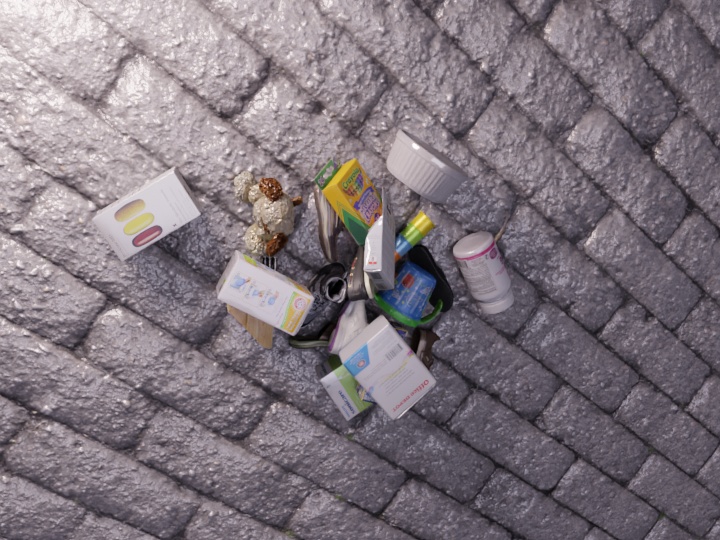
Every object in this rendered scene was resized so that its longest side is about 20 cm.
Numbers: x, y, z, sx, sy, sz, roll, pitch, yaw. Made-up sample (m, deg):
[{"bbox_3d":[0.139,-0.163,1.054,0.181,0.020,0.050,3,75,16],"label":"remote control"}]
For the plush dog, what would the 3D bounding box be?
[{"bbox_3d":[-0.196,-0.130,1.329,0.158,0.172,0.203,-12,107,-13],"label":"plush dog"}]

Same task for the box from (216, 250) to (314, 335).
[{"bbox_3d":[-0.220,0.052,1.337,0.199,0.112,0.102,29,93,-19],"label":"box"}]

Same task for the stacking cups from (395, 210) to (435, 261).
[{"bbox_3d":[0.107,-0.061,1.497,0.060,0.061,0.200,42,93,-22],"label":"stacking cups"}]

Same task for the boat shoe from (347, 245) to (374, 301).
[{"bbox_3d":[-0.001,-0.002,1.418,0.062,0.203,0.074,-13,126,12],"label":"boat shoe"}]

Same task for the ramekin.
[{"bbox_3d":[0.152,-0.245,1.392,0.201,0.203,0.095,28,110,-21],"label":"ramekin"}]

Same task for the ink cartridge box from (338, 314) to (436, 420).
[{"bbox_3d":[0.065,0.232,1.388,0.144,0.085,0.201,-40,106,-1],"label":"ink cartridge box"}]

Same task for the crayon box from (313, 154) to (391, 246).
[{"bbox_3d":[-0.015,-0.176,1.395,0.051,0.126,0.201,-18,118,38],"label":"crayon box"}]

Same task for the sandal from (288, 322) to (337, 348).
[{"bbox_3d":[-0.087,0.166,1.498,0.198,0.080,0.058,-2,92,-15],"label":"sandal"}]

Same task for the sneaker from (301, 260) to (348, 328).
[{"bbox_3d":[-0.101,0.069,1.443,0.075,0.114,0.201,35,94,-21],"label":"sneaker"}]

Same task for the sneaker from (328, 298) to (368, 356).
[{"bbox_3d":[-0.012,0.139,1.471,0.099,0.075,0.202,26,57,-7],"label":"sneaker"}]

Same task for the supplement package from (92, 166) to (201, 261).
[{"bbox_3d":[-0.468,-0.127,1.285,0.199,0.110,0.115,-32,111,-5],"label":"supplement package"}]

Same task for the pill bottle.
[{"bbox_3d":[0.334,0.008,1.552,0.113,0.113,0.202,-30,112,-6],"label":"pill bottle"}]

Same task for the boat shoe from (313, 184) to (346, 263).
[{"bbox_3d":[-0.066,-0.117,1.424,0.072,0.075,0.203,-10,109,-13],"label":"boat shoe"}]

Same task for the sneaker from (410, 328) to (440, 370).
[{"bbox_3d":[0.166,0.263,1.599,0.075,0.070,0.202,12,102,-20],"label":"sneaker"}]

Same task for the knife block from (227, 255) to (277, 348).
[{"bbox_3d":[-0.234,0.065,1.431,0.175,0.064,0.200,-40,111,-1],"label":"knife block"}]

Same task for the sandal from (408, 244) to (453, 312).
[{"bbox_3d":[0.198,0.017,1.543,0.048,0.075,0.202,-43,112,-49],"label":"sandal"}]

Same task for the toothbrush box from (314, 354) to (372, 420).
[{"bbox_3d":[0.002,0.275,1.545,0.199,0.086,0.146,-35,109,-6],"label":"toothbrush box"}]

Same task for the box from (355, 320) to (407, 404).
[{"bbox_3d":[0.052,0.229,1.465,0.064,0.070,0.202,16,98,-18],"label":"box"}]

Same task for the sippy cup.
[{"bbox_3d":[0.124,0.053,1.486,0.177,0.139,0.131,19,108,-53],"label":"sippy cup"}]

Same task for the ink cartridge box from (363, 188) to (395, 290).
[{"bbox_3d":[0.046,-0.071,1.376,0.049,0.162,0.203,-5,72,12],"label":"ink cartridge box"}]
